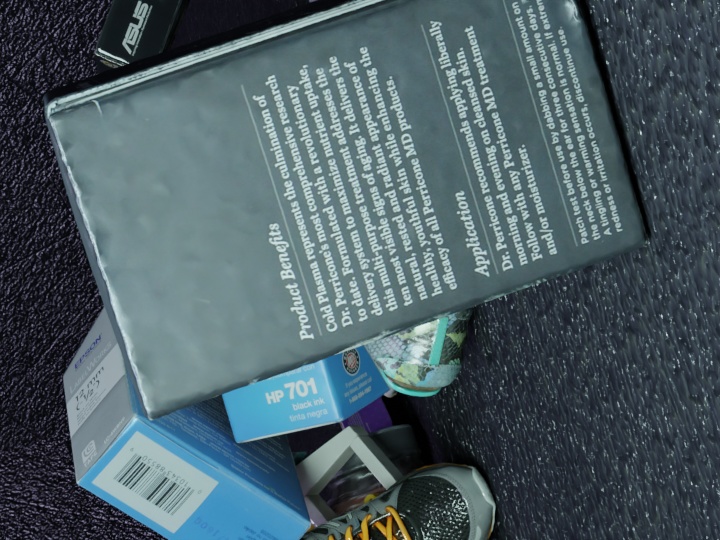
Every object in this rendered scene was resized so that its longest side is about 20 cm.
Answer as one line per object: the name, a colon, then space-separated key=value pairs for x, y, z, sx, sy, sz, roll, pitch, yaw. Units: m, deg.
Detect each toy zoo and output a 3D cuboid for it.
toy zoo: x=-0.001 y=0.197 z=1.432 sx=0.200 sy=0.131 sz=0.020 roll=47 pitch=-161 yaw=21

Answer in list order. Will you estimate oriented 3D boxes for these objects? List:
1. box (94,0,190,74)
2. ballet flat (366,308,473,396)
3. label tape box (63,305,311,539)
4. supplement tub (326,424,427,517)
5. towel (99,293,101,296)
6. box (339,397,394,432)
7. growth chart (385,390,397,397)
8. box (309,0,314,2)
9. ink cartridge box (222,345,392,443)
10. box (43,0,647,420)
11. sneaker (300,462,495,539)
box: x=-0.127 y=-0.226 z=1.493 sx=0.161 sy=0.049 sz=0.201 roll=173 pitch=117 yaw=-86
ballet flat: x=0.021 y=-0.009 z=1.265 sx=0.200 sy=0.074 sz=0.075 roll=-119 pitch=13 yaw=-51
label tape box: x=-0.118 y=0.100 z=1.411 sx=0.143 sy=0.066 sz=0.200 roll=34 pitch=-166 yaw=-25
supplement tub: x=0.034 y=0.211 z=1.486 sx=0.107 sy=0.106 sz=0.202 roll=106 pitch=147 yaw=-78
towel: x=-0.212 y=-0.067 z=2.405 sx=0.086 sy=0.198 sz=0.167 roll=-118 pitch=14 yaw=-62
box: x=0.011 y=0.135 z=1.705 sx=0.200 sy=0.039 sz=0.137 roll=-116 pitch=4 yaw=-54
growth chart: x=0.000 y=0.000 z=1.609 sx=0.145 sy=0.018 sz=0.201 roll=96 pitch=157 yaw=-75
box: x=-0.003 y=-0.172 z=1.086 sx=0.201 sy=0.041 sz=0.157 roll=85 pitch=164 yaw=-58
ink cartridge box: x=-0.044 y=-0.009 z=1.393 sx=0.146 sy=0.085 sz=0.202 roll=-28 pitch=-76 yaw=-62
box: x=-0.016 y=-0.043 z=0.855 sx=0.200 sy=0.195 sz=0.125 roll=-145 pitch=38 yaw=-80
sneaker: x=-0.001 y=0.187 z=1.378 sx=0.077 sy=0.199 sz=0.079 roll=8 pitch=-129 yaw=-62
